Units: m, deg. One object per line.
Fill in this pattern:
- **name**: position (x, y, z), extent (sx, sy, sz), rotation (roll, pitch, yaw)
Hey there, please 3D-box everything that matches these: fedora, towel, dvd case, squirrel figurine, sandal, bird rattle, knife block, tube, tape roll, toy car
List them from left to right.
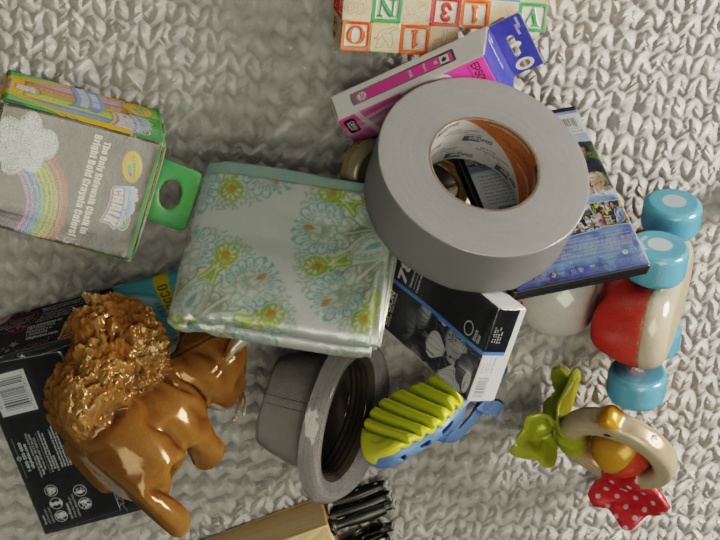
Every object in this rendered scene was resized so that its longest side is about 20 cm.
- **squirrel figurine**: position (-0.189, 0.107, 1.382), extent (0.187, 0.141, 0.200), rotation (-49, 124, -21)
- **tube**: position (-0.151, 0.017, 1.523), extent (0.200, 0.050, 0.078), rotation (-21, 106, 5)
- **towel**: position (-0.064, -0.012, 1.380), extent (0.200, 0.171, 0.048), rotation (8, 149, 4)
- **knife block**: position (-0.061, 0.288, 1.630), extent (0.200, 0.064, 0.176), rotation (23, 105, -16)
- **fedora**: position (-0.047, 0.144, 1.534), extent (0.090, 0.200, 0.177), rotation (13, 91, 19)
- **sandal**: position (0.067, -0.084, 1.473), extent (0.200, 0.054, 0.080), rotation (9, 97, -42)
- **sandal**: position (0.087, 0.151, 1.571), extent (0.200, 0.079, 0.087), rotation (-32, 129, -22)
- **tape roll**: position (0.106, -0.080, 1.381), extent (0.200, 0.201, 0.066), rotation (5, 148, -11)
- **dvd case**: position (0.177, -0.068, 1.443), extent (0.142, 0.200, 0.018), rotation (-11, 149, -14)
- **toy car**: position (0.234, 0.015, 1.545), extent (0.200, 0.177, 0.185), rotation (12, 125, 15)
- **bird rattle**: position (0.265, 0.200, 1.591), extent (0.200, 0.163, 0.113), rotation (44, 64, -11)

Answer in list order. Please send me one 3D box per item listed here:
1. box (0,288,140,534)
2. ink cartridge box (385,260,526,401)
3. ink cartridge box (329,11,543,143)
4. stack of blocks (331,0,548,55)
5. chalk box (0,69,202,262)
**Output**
- **box**: position (-0.285, 0.140, 1.505), extent (0.132, 0.115, 0.200), rotation (-15, 112, 5)
- **ink cartridge box**: position (0.073, 0.034, 1.434), extent (0.039, 0.200, 0.100), rotation (2, 114, -35)
- **ink cartridge box**: position (0.078, -0.174, 1.447), extent (0.200, 0.037, 0.095), rotation (-25, 149, 10)
- **stack of blocks**: position (0.078, -0.268, 1.437), extent (0.200, 0.059, 0.115), rotation (1, 111, -10)
- **chalk box**: position (-0.254, -0.095, 1.418), extent (0.200, 0.124, 0.125), rotation (15, 107, -16)
